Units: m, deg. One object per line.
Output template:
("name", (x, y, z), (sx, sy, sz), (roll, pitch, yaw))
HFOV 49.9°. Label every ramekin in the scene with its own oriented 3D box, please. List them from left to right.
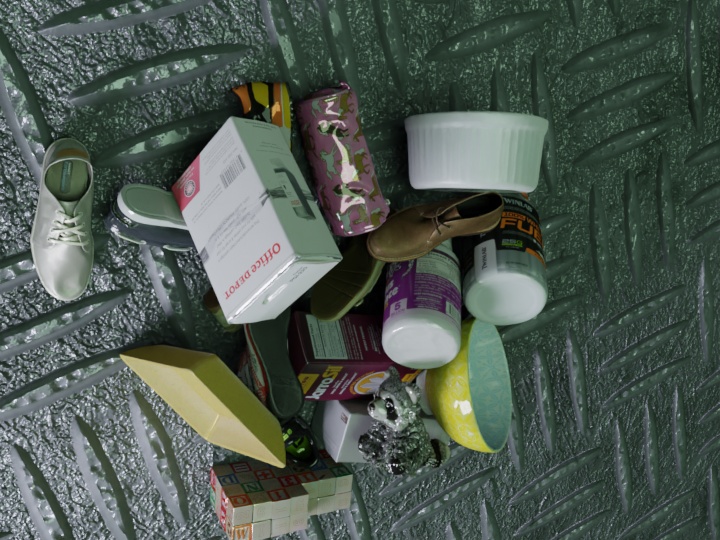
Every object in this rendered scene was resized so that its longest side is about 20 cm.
("ramekin", (0.158, -0.160, 1.080), (0.198, 0.200, 0.099), (0, 94, -27))

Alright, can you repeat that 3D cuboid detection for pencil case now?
("pencil case", (-0.025, -0.150, 1.053), (0.086, 0.082, 0.202), (-30, 110, -35))

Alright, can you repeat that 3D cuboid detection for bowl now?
("bowl", (0.148, 0.173, 1.169), (0.200, 0.107, 0.203), (30, 55, -56))

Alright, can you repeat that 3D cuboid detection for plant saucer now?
("plant saucer", (-0.199, 0.167, 1.024), (0.049, 0.199, 0.201), (-53, 123, -28))

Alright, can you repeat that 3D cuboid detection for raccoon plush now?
("raccoon plush", (0.074, 0.211, 1.121), (0.199, 0.096, 0.135), (7, 103, -59))

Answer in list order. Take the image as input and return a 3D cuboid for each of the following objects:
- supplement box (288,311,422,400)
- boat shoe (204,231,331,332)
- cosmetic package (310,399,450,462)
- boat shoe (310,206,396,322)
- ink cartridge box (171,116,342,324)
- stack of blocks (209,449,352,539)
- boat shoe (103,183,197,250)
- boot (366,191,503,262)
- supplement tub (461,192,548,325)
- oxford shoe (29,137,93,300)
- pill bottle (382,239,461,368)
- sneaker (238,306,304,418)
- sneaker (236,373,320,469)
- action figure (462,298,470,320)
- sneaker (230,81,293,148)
("supplement box", (-0.018, 0.127, 1.131), (0.198, 0.086, 0.111), (4, 141, -28))
("boat shoe", (-0.120, 0.008, 1.079), (0.199, 0.073, 0.063), (-32, 126, -2))
("cosmetic package", (0.034, 0.242, 1.210), (0.198, 0.107, 0.091), (7, 104, -27))
("boat shoe", (-0.002, -0.001, 1.109), (0.202, 0.073, 0.063), (-61, 153, -26))
("ink cartridge box", (-0.128, -0.058, 0.932), (0.084, 0.202, 0.145), (0, 148, -50))
("stack of blocks", (-0.113, 0.332, 1.156), (0.198, 0.115, 0.059), (-3, 108, -27))
("boat shoe", (-0.232, -0.060, 1.001), (0.199, 0.076, 0.060), (17, 136, -40))
("boot", (0.102, -0.068, 1.064), (0.198, 0.076, 0.074), (-18, 80, -5))
("supplement tub", (0.210, -0.030, 1.153), (0.121, 0.202, 0.123), (2, 139, 2))
("oxford shoe", (-0.357, -0.057, 0.938), (0.074, 0.058, 0.202), (0, 108, -30))
("pill bottle", (0.090, 0.030, 1.115), (0.111, 0.202, 0.113), (4, 139, 3))
("sneaker", (-0.136, 0.095, 1.046), (0.067, 0.108, 0.204), (-15, 98, -31))
("sneaker", (-0.121, 0.218, 1.133), (0.071, 0.083, 0.200), (-43, 118, -9))
("action figure", (0.139, 0.070, 1.235), (0.199, 0.069, 0.131), (-33, 125, -10))
("sneaker", (-0.135, -0.149, 1.027), (0.089, 0.070, 0.203), (1, 109, -7))
